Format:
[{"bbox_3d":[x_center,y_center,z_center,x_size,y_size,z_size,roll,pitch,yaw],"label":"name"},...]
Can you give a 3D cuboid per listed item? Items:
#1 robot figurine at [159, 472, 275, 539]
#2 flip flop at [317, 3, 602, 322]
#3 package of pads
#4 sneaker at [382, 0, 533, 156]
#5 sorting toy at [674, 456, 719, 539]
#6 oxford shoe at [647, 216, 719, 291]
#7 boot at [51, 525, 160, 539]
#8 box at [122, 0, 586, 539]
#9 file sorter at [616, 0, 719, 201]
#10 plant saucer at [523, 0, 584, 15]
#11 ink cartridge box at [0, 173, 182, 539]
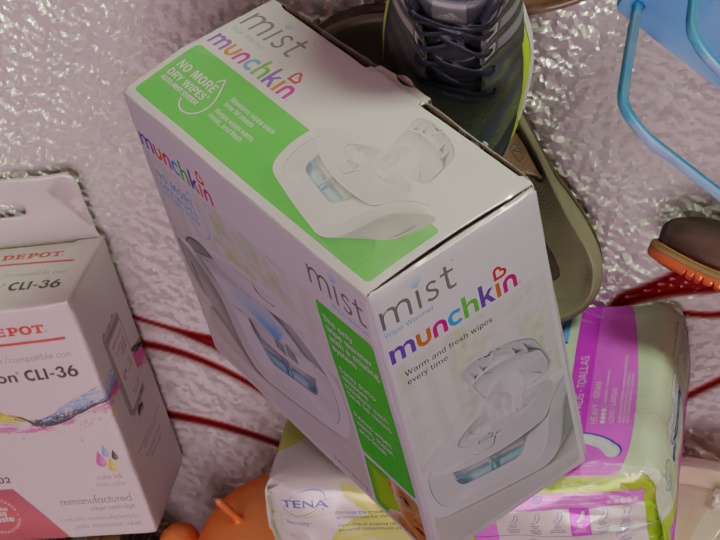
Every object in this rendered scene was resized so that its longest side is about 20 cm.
[{"bbox_3d":[-0.029,0.187,1.147,0.117,0.144,0.200,-26,144,-14],"label":"robot figurine"},{"bbox_3d":[0.048,-0.047,1.018,0.081,0.058,0.200,-27,111,27],"label":"flip flop"},{"bbox_3d":[0.062,0.085,1.048,0.200,0.155,0.068,-3,123,15],"label":"package of pads"},{"bbox_3d":[0.039,-0.119,0.914,0.074,0.081,0.200,5,125,10],"label":"sneaker"},{"bbox_3d":[0.130,0.214,1.132,0.107,0.200,0.180,24,152,38],"label":"sorting toy"},{"bbox_3d":[0.241,-0.014,1.007,0.200,0.071,0.073,8,99,9],"label":"oxford shoe"},{"bbox_3d":[-0.184,0.209,1.249,0.200,0.066,0.175,-10,132,28],"label":"boot"},{"bbox_3d":[0.000,0.000,0.959,0.097,0.200,0.177,-33,136,-17],"label":"box"},{"bbox_3d":[0.221,-0.118,0.894,0.139,0.123,0.200,36,124,-12],"label":"file sorter"},{"bbox_3d":[0.058,-0.209,0.920,0.200,0.037,0.201,6,126,9],"label":"plant saucer"},{"bbox_3d":[-0.184,0.051,1.133,0.116,0.068,0.200,-6,122,17],"label":"ink cartridge box"}]
